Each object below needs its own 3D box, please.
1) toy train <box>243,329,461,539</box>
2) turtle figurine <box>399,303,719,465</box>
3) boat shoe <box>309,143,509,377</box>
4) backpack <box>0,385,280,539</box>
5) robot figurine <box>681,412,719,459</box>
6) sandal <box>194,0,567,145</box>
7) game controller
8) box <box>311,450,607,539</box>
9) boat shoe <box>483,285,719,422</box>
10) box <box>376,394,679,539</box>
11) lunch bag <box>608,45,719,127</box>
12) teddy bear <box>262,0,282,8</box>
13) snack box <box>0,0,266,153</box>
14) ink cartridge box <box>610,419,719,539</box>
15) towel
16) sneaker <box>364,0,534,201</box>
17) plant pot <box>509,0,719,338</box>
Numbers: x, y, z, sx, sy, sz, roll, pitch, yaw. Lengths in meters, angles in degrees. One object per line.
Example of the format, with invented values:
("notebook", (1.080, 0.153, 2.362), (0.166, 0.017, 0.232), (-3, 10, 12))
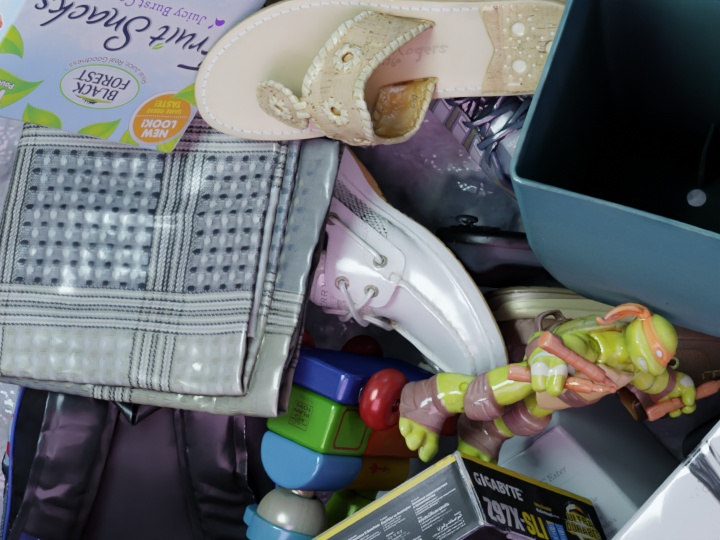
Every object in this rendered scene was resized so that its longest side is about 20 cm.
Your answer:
("toy train", (0.013, 0.103, 1.545), (0.084, 0.200, 0.116), (23, 97, 33))
("turtle figurine", (0.099, 0.053, 1.418), (0.161, 0.200, 0.065), (-24, 72, 31))
("boat shoe", (0.000, 0.000, 1.511), (0.200, 0.069, 0.071), (46, 154, 25))
("backpack", (-0.114, 0.103, 1.582), (0.199, 0.154, 0.191), (6, 122, 0))
("robot figurine", (0.273, 0.155, 1.572), (0.150, 0.125, 0.200), (-36, 86, 9))
("sandal", (0.014, -0.099, 1.401), (0.210, 0.070, 0.078), (-8, 115, 7))
("game controller", (0.142, -0.008, 1.524), (0.199, 0.104, 0.042), (4, 83, -5))
("box", (0.019, 0.177, 1.494), (0.199, 0.050, 0.159), (-33, 150, 21))
("boat shoe", (0.163, 0.051, 1.534), (0.199, 0.072, 0.068), (5, 82, -5))
("box", (0.121, 0.169, 1.620), (0.152, 0.107, 0.200), (-35, 109, 21))
("lunch bag", (0.208, -0.144, 1.445), (0.163, 0.118, 0.200), (24, 130, -7))
("teddy bear", (-0.026, -0.192, 1.473), (0.145, 0.067, 0.200), (31, 115, -8))
("snack box", (-0.110, -0.162, 1.405), (0.142, 0.053, 0.200), (12, 122, -42))
("ink cartridge box", (0.204, 0.134, 1.448), (0.084, 0.145, 0.200), (43, 97, 15))
("towel", (-0.110, -0.023, 1.491), (0.199, 0.194, 0.035), (5, 163, 23))
("sneaker", (0.070, -0.096, 1.477), (0.074, 0.081, 0.200), (-42, 127, 11))
("plant pot", (0.163, -0.051, 1.374), (0.140, 0.142, 0.200), (16, 162, 11))
